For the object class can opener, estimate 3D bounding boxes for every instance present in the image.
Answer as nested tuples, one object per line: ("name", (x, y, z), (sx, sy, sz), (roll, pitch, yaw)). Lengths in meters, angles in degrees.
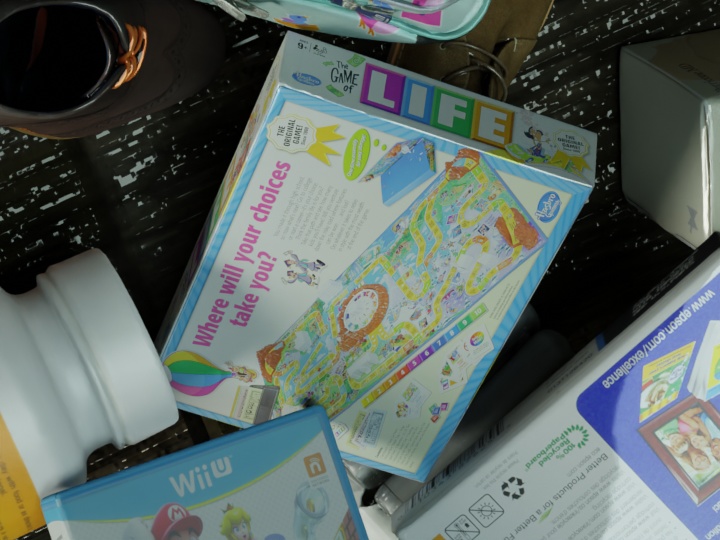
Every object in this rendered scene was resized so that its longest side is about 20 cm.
("can opener", (0.019, 0.096, 1.231), (0.200, 0.053, 0.066), (-47, 154, 3))

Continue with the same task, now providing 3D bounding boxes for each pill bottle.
("pill bottle", (-0.182, 0.069, 1.097), (0.200, 0.111, 0.111), (-25, 118, -10))

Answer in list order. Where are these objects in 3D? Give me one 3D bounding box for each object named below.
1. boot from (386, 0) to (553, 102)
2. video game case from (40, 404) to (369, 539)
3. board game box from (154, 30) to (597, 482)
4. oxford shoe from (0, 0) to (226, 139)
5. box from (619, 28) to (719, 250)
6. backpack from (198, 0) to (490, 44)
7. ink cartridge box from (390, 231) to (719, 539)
("boot", (0.049, -0.091, 1.146), (0.074, 0.075, 0.200), (22, 100, -26))
("video game case", (-0.040, 0.169, 1.098), (0.143, 0.018, 0.200), (-17, 86, -38))
("board game box", (0.000, 0.000, 1.112), (0.134, 0.034, 0.200), (18, 135, -10))
("oxford shoe", (-0.110, -0.082, 1.048), (0.200, 0.073, 0.071), (-11, 109, -53))
("box", (0.227, -0.071, 1.214), (0.200, 0.095, 0.078), (-12, 114, -18))
("backpack", (-0.033, -0.185, 1.030), (0.200, 0.153, 0.176), (13, 96, -10))
("ink cartridge box", (0.153, 0.119, 1.171), (0.198, 0.047, 0.200), (-42, 102, 9))
